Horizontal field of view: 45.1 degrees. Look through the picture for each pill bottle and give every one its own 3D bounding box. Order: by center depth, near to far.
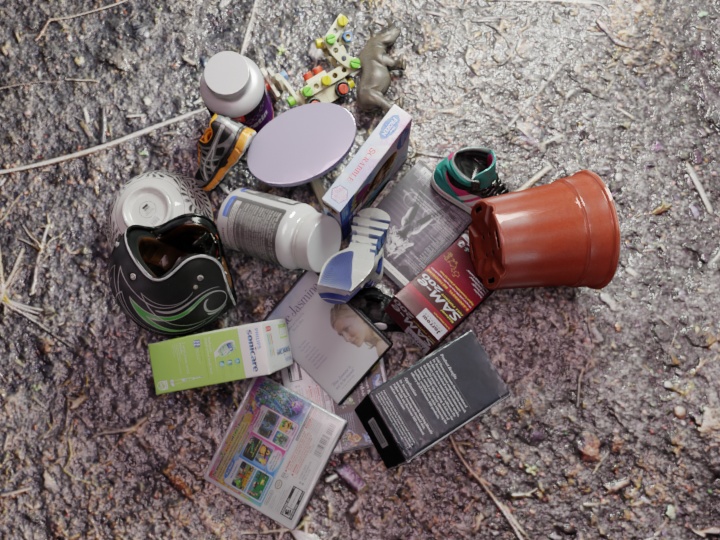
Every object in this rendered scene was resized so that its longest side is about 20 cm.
[{"bbox_3d":[-0.138,-0.067,1.480,0.198,0.114,0.115,18,78,32],"label":"pill bottle"},{"bbox_3d":[-0.217,-0.303,1.523,0.111,0.200,0.114,0,78,2],"label":"pill bottle"}]

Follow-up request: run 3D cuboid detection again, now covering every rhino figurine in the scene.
[{"bbox_3d":[0.039,-0.379,1.603,0.086,0.060,0.203,1,75,13],"label":"rhino figurine"}]

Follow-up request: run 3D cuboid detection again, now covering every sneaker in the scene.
[{"bbox_3d":[0.000,-0.001,1.475,0.080,0.116,0.200,14,47,18],"label":"sneaker"},{"bbox_3d":[0.225,-0.149,1.511,0.198,0.121,0.084,28,65,3],"label":"sneaker"},{"bbox_3d":[-0.251,-0.209,1.515,0.077,0.200,0.079,35,53,-13],"label":"sneaker"}]

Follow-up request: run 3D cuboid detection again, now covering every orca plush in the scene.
[{"bbox_3d":[0.033,0.074,1.486,0.199,0.071,0.106,31,65,17],"label":"orca plush"}]

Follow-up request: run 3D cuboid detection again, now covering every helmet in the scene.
[{"bbox_3d":[-0.314,0.012,1.435,0.188,0.200,0.202,-17,78,-5],"label":"helmet"}]

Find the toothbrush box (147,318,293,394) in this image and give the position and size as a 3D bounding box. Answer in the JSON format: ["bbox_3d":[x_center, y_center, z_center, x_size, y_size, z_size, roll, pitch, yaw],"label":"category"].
[{"bbox_3d":[-0.228,0.140,1.437,0.197,0.146,0.087,-10,88,11],"label":"toothbrush box"}]

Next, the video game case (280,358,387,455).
[{"bbox_3d":[-0.040,0.212,1.502,0.179,0.023,0.203,-11,77,0],"label":"video game case"}]

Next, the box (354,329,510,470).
[{"bbox_3d":[0.109,0.212,1.392,0.195,0.200,0.125,-28,79,-14],"label":"box"}]

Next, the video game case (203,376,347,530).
[{"bbox_3d":[-0.144,0.303,1.468,0.180,0.024,0.202,26,86,14],"label":"video game case"}]

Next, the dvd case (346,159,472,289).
[{"bbox_3d":[0.095,-0.079,1.562,0.149,0.016,0.200,42,82,8],"label":"dvd case"}]

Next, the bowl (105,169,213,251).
[{"bbox_3d":[-0.368,-0.096,1.539,0.198,0.094,0.204,-1,78,2],"label":"bowl"}]

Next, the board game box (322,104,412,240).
[{"bbox_3d":[0.012,-0.162,1.488,0.041,0.200,0.200,36,82,7],"label":"board game box"}]

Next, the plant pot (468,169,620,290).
[{"bbox_3d":[0.293,-0.055,1.438,0.193,0.201,0.204,-8,78,-13],"label":"plant pot"}]

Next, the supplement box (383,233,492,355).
[{"bbox_3d":[0.146,0.038,1.473,0.109,0.061,0.200,44,57,9],"label":"supplement box"}]

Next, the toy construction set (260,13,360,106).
[{"bbox_3d":[-0.084,-0.363,1.587,0.198,0.092,0.132,-29,103,3],"label":"toy construction set"}]

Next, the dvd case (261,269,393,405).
[{"bbox_3d":[-0.060,0.108,1.484,0.200,0.018,0.143,44,101,11],"label":"dvd case"}]

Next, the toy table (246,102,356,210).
[{"bbox_3d":[-0.099,-0.206,1.543,0.197,0.117,0.186,-15,78,-1],"label":"toy table"}]
